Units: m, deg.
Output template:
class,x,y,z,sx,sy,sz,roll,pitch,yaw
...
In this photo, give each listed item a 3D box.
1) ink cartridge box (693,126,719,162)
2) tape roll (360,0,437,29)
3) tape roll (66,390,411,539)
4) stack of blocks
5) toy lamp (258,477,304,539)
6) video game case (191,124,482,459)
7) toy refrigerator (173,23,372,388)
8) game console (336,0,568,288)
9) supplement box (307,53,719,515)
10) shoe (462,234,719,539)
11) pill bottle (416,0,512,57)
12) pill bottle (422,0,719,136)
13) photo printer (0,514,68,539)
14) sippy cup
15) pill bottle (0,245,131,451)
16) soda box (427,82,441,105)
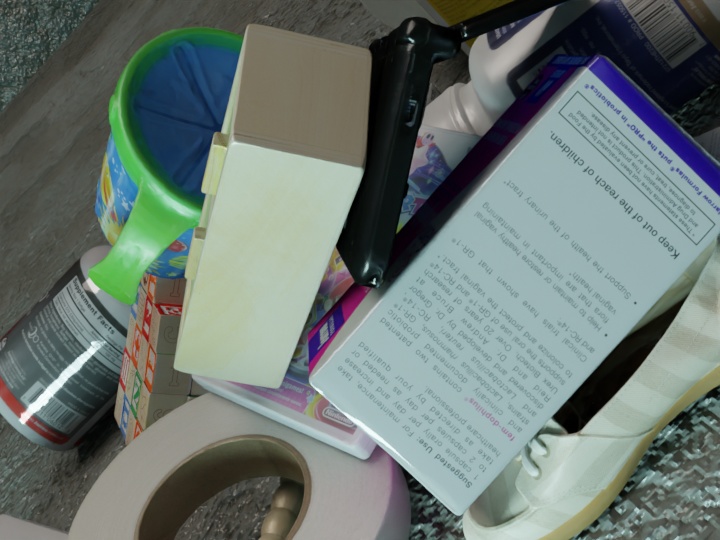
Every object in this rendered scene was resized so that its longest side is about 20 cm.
class,x,y,z,sx,sy,sz,roll,pitch,yaw
ink cartridge box,0.179,-0.029,0.688,0.199,0.037,0.095,-21,37,41
tape roll,0.073,-0.304,1.067,0.202,0.202,0.140,-39,26,18
tape roll,-0.070,0.144,0.723,0.200,0.037,0.204,-16,37,13
stack of blocks,-0.131,0.033,0.963,0.115,0.058,0.203,-144,62,-67
toy lamp,-0.056,0.175,0.754,0.058,0.058,0.201,-27,33,38
video game case,0.000,0.000,0.768,0.142,0.018,0.201,16,68,43
toy refrigerator,-0.052,-0.025,0.673,0.201,0.069,0.077,114,164,-53
game console,0.060,-0.078,0.665,0.200,0.115,0.178,-121,43,-83
supplement box,0.074,0.002,0.638,0.200,0.103,0.101,-49,8,5
shoe,0.118,0.062,0.633,0.200,0.053,0.070,-44,25,10
pill bottle,0.079,-0.239,0.960,0.112,0.200,0.113,-37,27,22
pill bottle,0.138,-0.125,0.805,0.199,0.111,0.112,-36,27,24
photo printer,-0.263,0.263,0.952,0.199,0.069,0.167,-7,47,56
sippy cup,-0.108,-0.062,0.835,0.176,0.141,0.130,-17,-16,-34
pill bottle,-0.226,0.052,1.145,0.200,0.116,0.116,-44,25,9
soda box,-0.004,-0.055,0.995,0.199,0.063,0.071,-31,29,33
